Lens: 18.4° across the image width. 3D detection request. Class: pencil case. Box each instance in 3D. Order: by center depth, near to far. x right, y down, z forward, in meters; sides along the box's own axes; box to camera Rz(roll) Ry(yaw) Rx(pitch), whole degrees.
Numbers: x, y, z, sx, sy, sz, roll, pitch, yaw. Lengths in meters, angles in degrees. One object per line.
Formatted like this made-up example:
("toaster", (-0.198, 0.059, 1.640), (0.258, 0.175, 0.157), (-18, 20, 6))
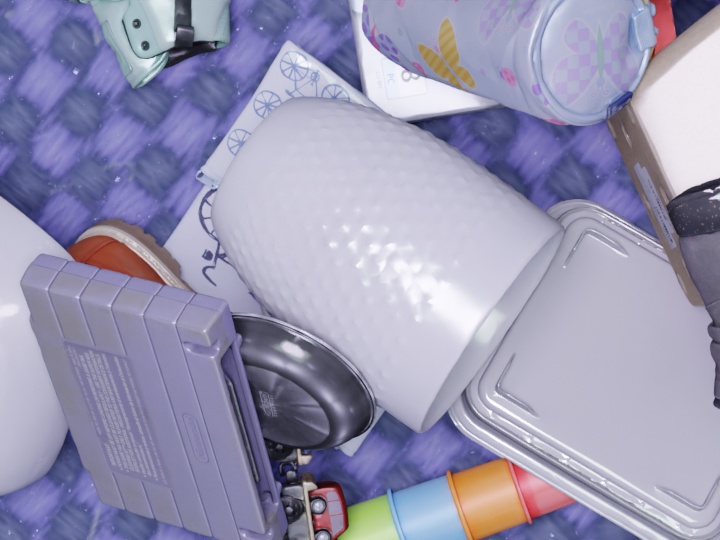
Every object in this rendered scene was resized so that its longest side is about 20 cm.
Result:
("pencil case", (0.082, -0.143, 1.270), (0.091, 0.200, 0.083), (-39, 120, -17))

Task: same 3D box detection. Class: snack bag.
("snack bag", (-0.026, -0.011, 1.392), (0.188, 0.021, 0.200), (38, 109, 4))

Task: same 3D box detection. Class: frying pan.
("frying pan", (-0.079, 0.049, 1.274), (0.189, 0.115, 0.031), (28, 57, -1))

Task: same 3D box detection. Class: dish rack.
("dish rack", (0.170, 0.062, 1.364), (0.199, 0.044, 0.172), (30, 77, 3))

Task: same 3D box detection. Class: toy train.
("toy train", (-0.029, 0.150, 1.350), (0.045, 0.034, 0.202), (-9, 95, -2))

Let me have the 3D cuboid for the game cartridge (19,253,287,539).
("game cartridge", (-0.117, 0.077, 1.281), (0.129, 0.201, 0.038), (18, 52, 26))

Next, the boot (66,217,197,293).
("boot", (-0.117, 0.059, 1.375), (0.200, 0.107, 0.075), (37, 119, 5))

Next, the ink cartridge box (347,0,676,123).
("ink cartridge box", (0.090, -0.184, 1.385), (0.199, 0.047, 0.161), (-9, 91, 7))

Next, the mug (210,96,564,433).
("mug", (0.000, 0.000, 1.313), (0.175, 0.200, 0.148), (36, 51, 10))

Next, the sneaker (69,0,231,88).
("sneaker", (-0.176, -0.173, 1.395), (0.199, 0.074, 0.119), (-6, 85, 3))

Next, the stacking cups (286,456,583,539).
("stacking cups", (0.045, 0.160, 1.394), (0.199, 0.061, 0.061), (-17, 90, 4))

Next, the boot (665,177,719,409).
("boot", (0.269, -0.003, 1.173), (0.199, 0.070, 0.133), (-17, 93, 23))

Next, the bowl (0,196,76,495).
("bowl", (-0.267, 0.038, 1.352), (0.199, 0.075, 0.200), (33, 131, 16))

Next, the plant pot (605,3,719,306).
("plant pot", (0.250, -0.076, 1.286), (0.176, 0.200, 0.201), (-25, 89, -1))
